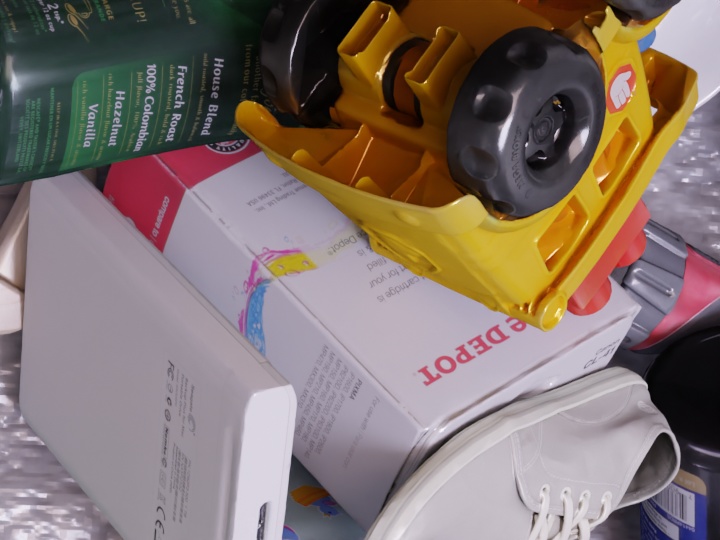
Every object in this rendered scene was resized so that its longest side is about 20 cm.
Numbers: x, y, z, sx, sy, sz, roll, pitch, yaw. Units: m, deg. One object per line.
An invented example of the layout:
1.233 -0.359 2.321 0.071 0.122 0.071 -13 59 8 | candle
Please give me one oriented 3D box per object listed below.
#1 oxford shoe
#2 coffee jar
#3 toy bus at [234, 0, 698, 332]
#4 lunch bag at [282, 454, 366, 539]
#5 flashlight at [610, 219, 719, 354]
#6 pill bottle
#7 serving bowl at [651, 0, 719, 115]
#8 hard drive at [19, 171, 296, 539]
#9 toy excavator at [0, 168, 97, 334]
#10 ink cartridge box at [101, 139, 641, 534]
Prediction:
0.073 0.095 1.060 0.200 0.075 0.058 -19 60 -47 | oxford shoe
-0.082 -0.098 1.045 0.199 0.104 0.086 -10 132 -27 | coffee jar
0.076 -0.075 1.018 0.200 0.136 0.192 -56 139 -12 | toy bus
0.012 0.143 1.156 0.199 0.170 0.122 9 109 -21 | lunch bag
0.198 0.042 1.269 0.200 0.068 0.068 31 49 -24 | flashlight
0.194 0.136 1.227 0.112 0.112 0.200 -17 126 -16 | pill bottle
0.109 -0.149 1.138 0.200 0.066 0.200 -18 137 -17 | serving bowl
-0.092 0.057 1.066 0.026 0.200 0.132 -11 123 -30 | hard drive
-0.143 -0.095 1.124 0.194 0.100 0.200 -33 114 -11 | toy excavator
0.000 0.000 1.108 0.147 0.086 0.200 -26 65 -38 | ink cartridge box
